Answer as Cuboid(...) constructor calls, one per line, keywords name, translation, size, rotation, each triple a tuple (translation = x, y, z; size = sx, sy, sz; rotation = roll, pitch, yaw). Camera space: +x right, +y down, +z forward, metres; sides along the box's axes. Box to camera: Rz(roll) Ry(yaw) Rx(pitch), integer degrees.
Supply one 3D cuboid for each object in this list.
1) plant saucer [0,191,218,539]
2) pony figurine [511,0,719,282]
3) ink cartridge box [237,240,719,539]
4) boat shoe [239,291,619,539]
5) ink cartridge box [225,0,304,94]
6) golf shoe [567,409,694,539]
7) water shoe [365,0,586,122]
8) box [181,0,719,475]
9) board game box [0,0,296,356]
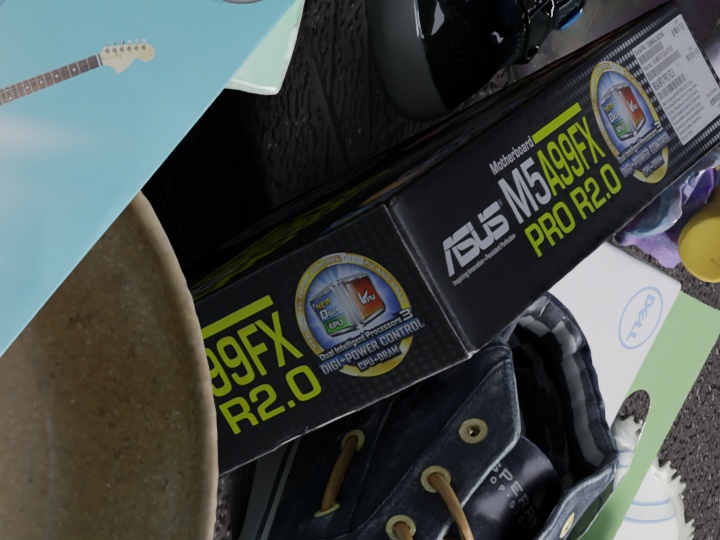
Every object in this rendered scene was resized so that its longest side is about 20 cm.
Cuboid(name="plant saucer", translation=(-0.125, 0.033, 0.553), size=(0.200, 0.035, 0.201), rotation=(9, 71, -26))
Cuboid(name="pony figurine", translation=(0.142, -0.074, 0.973), size=(0.193, 0.166, 0.200), rotation=(-55, 178, 29))
Cuboid(name="ink cartridge box", translation=(0.062, 0.060, 0.966), size=(0.200, 0.048, 0.146), rotation=(25, 93, -49))
Cuboid(name="boat shoe", translation=(0.013, 0.079, 0.721), size=(0.071, 0.091, 0.200), rotation=(44, 28, -23))
Cuboid(name="ink cartridge box", translation=(-0.086, -0.137, 0.544), size=(0.200, 0.050, 0.161), rotation=(16, 87, -34))
Cuboid(name="golf shoe", translation=(0.062, 0.075, 1.067), size=(0.097, 0.078, 0.200), rotation=(-49, 137, -23))
Cuboid(name="water shoe", translation=(0.071, -0.119, 0.872), size=(0.200, 0.079, 0.072), rotation=(-55, 140, -38))
Cuboid(name="box", translation=(0.000, 0.000, 0.778), size=(0.044, 0.160, 0.200), rotation=(61, 33, -5))
Cuboid(name="board game box", translation=(-0.110, -0.049, 0.492), size=(0.151, 0.047, 0.200), rotation=(44, 75, -23))
